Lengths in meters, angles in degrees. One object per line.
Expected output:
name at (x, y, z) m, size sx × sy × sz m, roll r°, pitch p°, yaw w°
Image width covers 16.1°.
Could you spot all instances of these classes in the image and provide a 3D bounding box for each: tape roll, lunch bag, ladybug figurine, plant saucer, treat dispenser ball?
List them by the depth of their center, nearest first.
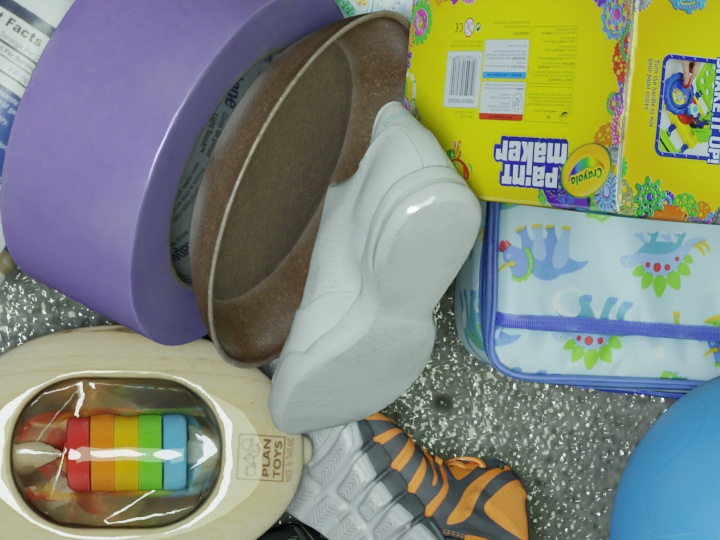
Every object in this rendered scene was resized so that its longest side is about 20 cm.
plant saucer at (-0.034, -0.047, 1.314) m, size 0.037 × 0.200 × 0.201 m, roll 25°, pitch 84°, yaw 22°
tape roll at (-0.093, -0.068, 1.317) m, size 0.085 × 0.200 × 0.200 m, roll 25°, pitch 84°, yaw 21°
ladybug figurine at (-0.126, 0.098, 1.376) m, size 0.199 × 0.072 × 0.136 m, roll 4°, pitch 86°, yaw -5°
treat dispenser ball at (0.235, 0.150, 1.378) m, size 0.200 × 0.201 × 0.202 m, roll 0°, pitch 91°, yaw -14°
lunch bag at (0.158, -0.007, 1.449) m, size 0.199 × 0.082 × 0.161 m, roll 5°, pitch 93°, yaw -13°

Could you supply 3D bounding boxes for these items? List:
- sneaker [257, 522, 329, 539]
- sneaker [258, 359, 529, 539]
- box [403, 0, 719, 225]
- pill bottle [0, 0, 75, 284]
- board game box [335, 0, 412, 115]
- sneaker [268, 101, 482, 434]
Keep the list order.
sneaker at (-0.071, 0.228, 1.401) m, size 0.114 × 0.076 × 0.200 m, roll 28°, pitch 82°, yaw -11°
sneaker at (0.017, 0.113, 1.423) m, size 0.112 × 0.078 × 0.200 m, roll -13°, pitch 64°, yaw -51°
box at (0.154, -0.087, 1.276) m, size 0.192 × 0.200 × 0.122 m, roll 3°, pitch 93°, yaw -29°
pill bottle at (-0.186, -0.097, 1.345) m, size 0.111 × 0.111 × 0.200 m, roll 35°, pitch 83°, yaw -12°
board game box at (0.040, -0.189, 1.391) m, size 0.199 × 0.043 × 0.200 m, roll 41°, pitch 98°, yaw -5°
sneaker at (0.000, 0.000, 1.308) m, size 0.075 × 0.200 × 0.089 m, roll -1°, pitch 49°, yaw -32°
